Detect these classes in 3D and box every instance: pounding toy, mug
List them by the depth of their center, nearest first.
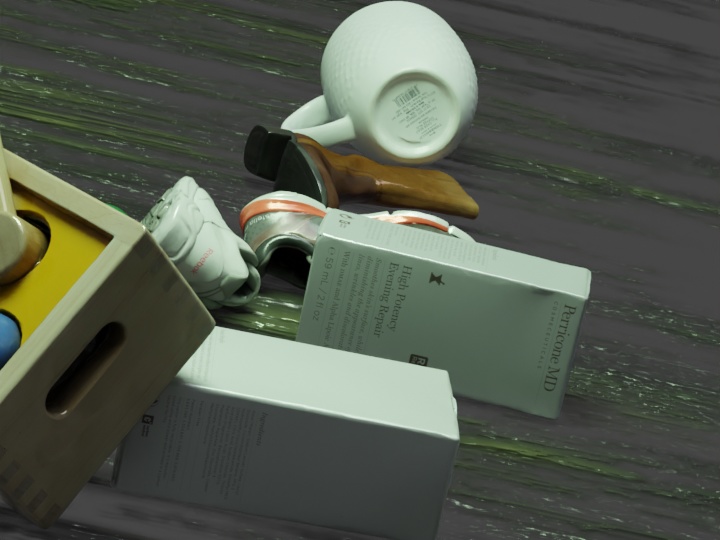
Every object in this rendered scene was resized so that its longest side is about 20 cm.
[{"bbox_3d":[-0.205,0.001,1.206,0.184,0.200,0.142,27,-19,36],"label":"pounding toy"},{"bbox_3d":[0.017,-0.163,2.027,0.200,0.148,0.175,-21,19,1],"label":"mug"}]

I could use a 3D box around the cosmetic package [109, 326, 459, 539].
[{"bbox_3d":[-0.044,0.097,1.291,0.200,0.081,0.113,13,18,-4],"label":"cosmetic package"}]

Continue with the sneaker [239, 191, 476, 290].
[{"bbox_3d":[0.000,0.000,1.660,0.200,0.077,0.082,9,46,-10],"label":"sneaker"}]

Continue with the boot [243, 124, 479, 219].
[{"bbox_3d":[0.011,-0.064,1.870,0.200,0.069,0.188,13,9,-23],"label":"boot"}]

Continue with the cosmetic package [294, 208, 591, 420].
[{"bbox_3d":[0.060,0.031,1.525,0.200,0.102,0.074,13,19,3],"label":"cosmetic package"}]

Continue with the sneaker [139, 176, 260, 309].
[{"bbox_3d":[-0.122,-0.010,1.592,0.099,0.078,0.200,39,6,-9],"label":"sneaker"}]
